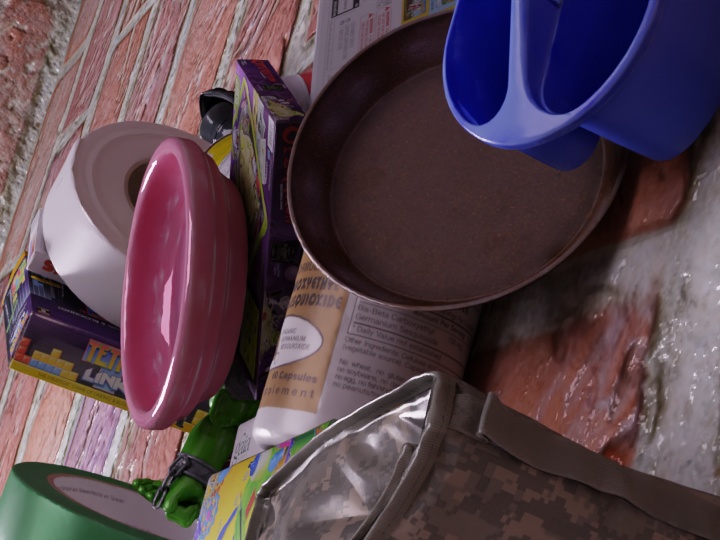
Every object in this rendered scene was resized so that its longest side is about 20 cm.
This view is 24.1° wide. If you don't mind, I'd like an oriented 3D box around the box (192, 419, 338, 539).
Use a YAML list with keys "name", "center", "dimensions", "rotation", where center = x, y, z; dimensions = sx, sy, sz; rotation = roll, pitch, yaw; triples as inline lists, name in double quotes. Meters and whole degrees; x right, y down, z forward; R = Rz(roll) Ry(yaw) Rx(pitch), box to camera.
- name: "box"
  center: [-0.021, 0.207, 0.911]
  dimensions: [0.192, 0.121, 0.202]
  rotation: [-31, 43, 61]

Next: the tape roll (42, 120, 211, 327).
- name: "tape roll"
  center: [-0.167, -0.034, 1.437]
  dimensions: [0.071, 0.201, 0.204]
  rotation: [-54, 24, 36]

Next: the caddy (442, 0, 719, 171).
- name: "caddy"
  center: [0.115, -0.147, 0.860]
  dimensions: [0.141, 0.105, 0.202]
  rotation: [-3, 66, 47]

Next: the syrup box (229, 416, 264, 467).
- name: "syrup box"
  center: [-0.052, 0.194, 1.071]
  dimensions: [0.079, 0.081, 0.202]
  rotation: [-31, 44, 59]

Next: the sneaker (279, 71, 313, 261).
- name: "sneaker"
  center: [0.004, -0.044, 1.189]
  dimensions: [0.071, 0.111, 0.202]
  rotation: [-155, 55, -68]

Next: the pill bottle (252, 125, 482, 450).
- name: "pill bottle"
  center: [0.015, 0.023, 1.012]
  dimensions: [0.114, 0.113, 0.202]
  rotation: [-17, 55, 67]

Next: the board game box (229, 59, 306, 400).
- name: "board game box"
  center: [-0.067, -0.029, 1.145]
  dimensions: [0.120, 0.032, 0.202]
  rotation: [-129, 39, -57]

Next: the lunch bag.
- name: "lunch bag"
  center: [0.053, 0.131, 0.718]
  dimensions: [0.200, 0.163, 0.118]
  rotation: [-47, 24, 50]

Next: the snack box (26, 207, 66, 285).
- name: "snack box"
  center: [-0.192, 0.008, 1.461]
  dimensions: [0.024, 0.199, 0.072]
  rotation: [-58, 22, 25]

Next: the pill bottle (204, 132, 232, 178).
- name: "pill bottle"
  center: [-0.065, -0.050, 1.311]
  dimensions: [0.110, 0.108, 0.200]
  rotation: [-69, 19, 2]

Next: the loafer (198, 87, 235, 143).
- name: "loafer"
  center: [-0.119, -0.123, 1.594]
  dimensions: [0.069, 0.070, 0.201]
  rotation: [-64, 20, 17]

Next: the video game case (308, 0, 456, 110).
- name: "video game case"
  center: [0.049, -0.164, 1.113]
  dimensions: [0.181, 0.023, 0.201]
  rotation: [-20, 44, 25]

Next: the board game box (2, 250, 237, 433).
- name: "board game box"
  center: [-0.202, 0.064, 1.436]
  dimensions: [0.057, 0.199, 0.165]
  rotation: [-64, 20, 10]

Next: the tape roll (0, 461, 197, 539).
- name: "tape roll"
  center: [-0.158, 0.191, 1.183]
  dimensions: [0.049, 0.199, 0.200]
  rotation: [-70, 19, -1]

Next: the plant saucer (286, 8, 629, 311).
- name: "plant saucer"
  center: [0.056, -0.059, 0.948]
  dimensions: [0.198, 0.035, 0.202]
  rotation: [-10, 57, 16]

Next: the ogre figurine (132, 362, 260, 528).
- name: "ogre figurine"
  center: [-0.098, 0.123, 1.249]
  dimensions: [0.121, 0.098, 0.200]
  rotation: [-63, -24, 0]

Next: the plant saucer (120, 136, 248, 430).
- name: "plant saucer"
  center: [-0.121, 0.010, 1.169]
  dimensions: [0.200, 0.050, 0.203]
  rotation: [-174, 90, -70]
